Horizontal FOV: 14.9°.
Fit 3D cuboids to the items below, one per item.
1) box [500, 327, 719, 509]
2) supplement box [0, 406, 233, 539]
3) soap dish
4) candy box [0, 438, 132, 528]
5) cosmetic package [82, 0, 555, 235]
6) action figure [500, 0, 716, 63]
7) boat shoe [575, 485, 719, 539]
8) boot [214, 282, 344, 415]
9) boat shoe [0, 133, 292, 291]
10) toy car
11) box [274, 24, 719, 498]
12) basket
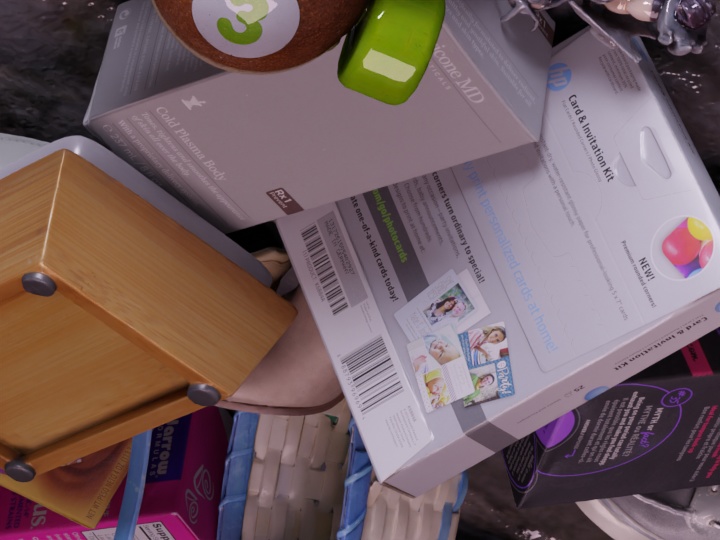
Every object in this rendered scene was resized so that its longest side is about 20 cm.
[{"bbox_3d":[0.171,0.039,1.402,0.200,0.106,0.122,-5,147,-17],"label":"box"},{"bbox_3d":[-0.170,0.141,1.652,0.200,0.101,0.103,-9,140,20],"label":"supplement box"},{"bbox_3d":[-0.157,0.025,1.376,0.200,0.081,0.157,-23,133,40],"label":"soap dish"},{"bbox_3d":[-0.205,0.048,1.517,0.200,0.056,0.117,29,94,-26],"label":"candy box"},{"bbox_3d":[-0.018,-0.096,1.316,0.200,0.090,0.107,-15,136,33],"label":"cosmetic package"},{"bbox_3d":[0.129,-0.164,1.205,0.130,0.069,0.200,41,128,-19],"label":"action figure"},{"bbox_3d":[0.213,0.136,1.617,0.201,0.070,0.072,24,124,-21],"label":"boat shoe"},{"bbox_3d":[0.000,0.000,1.430,0.200,0.070,0.146,-3,132,-20],"label":"boot"},{"bbox_3d":[-0.125,-0.033,1.437,0.200,0.075,0.068,18,143,-32],"label":"boat shoe"},{"bbox_3d":[-0.018,-0.170,1.107,0.164,0.158,0.200,21,168,-10],"label":"toy car"},{"bbox_3d":[0.072,-0.007,1.315,0.200,0.156,0.041,-32,152,17],"label":"box"},{"bbox_3d":[-0.044,0.129,1.531,0.200,0.176,0.139,11,-178,-37],"label":"basket"}]
